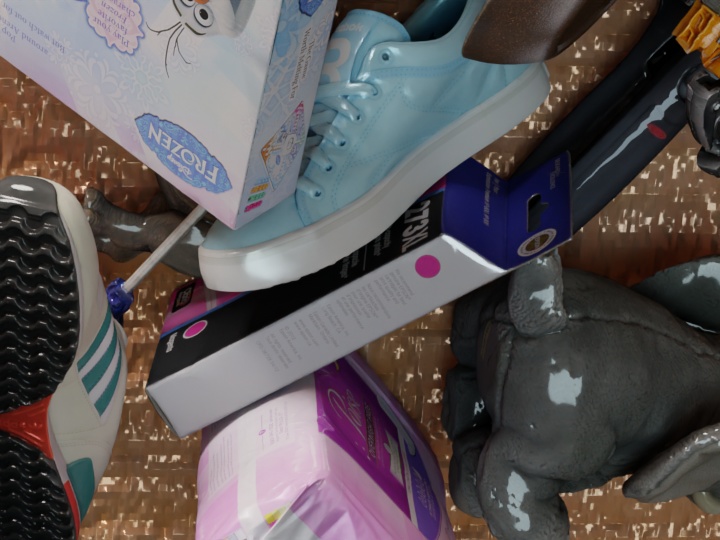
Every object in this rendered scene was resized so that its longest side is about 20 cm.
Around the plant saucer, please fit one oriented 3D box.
[{"bbox_3d":[0.117,-0.155,1.027,0.032,0.200,0.200,42,101,4],"label":"plant saucer"}]

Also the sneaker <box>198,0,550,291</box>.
[{"bbox_3d":[-0.005,-0.067,1.086,0.200,0.074,0.082,-39,114,-33],"label":"sneaker"}]

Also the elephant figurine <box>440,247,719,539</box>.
[{"bbox_3d":[0.146,0.058,1.161,0.199,0.155,0.142,3,94,-12],"label":"elephant figurine"}]

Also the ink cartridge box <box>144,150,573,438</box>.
[{"bbox_3d":[0.000,0.000,1.105,0.200,0.095,0.037,-25,112,15],"label":"ink cartridge box"}]

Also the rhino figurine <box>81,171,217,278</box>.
[{"bbox_3d":[-0.067,-0.084,1.099,0.087,0.060,0.200,11,114,-9],"label":"rhino figurine"}]

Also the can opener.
[{"bbox_3d":[0.131,-0.075,1.135,0.079,0.063,0.200,41,100,-22],"label":"can opener"}]

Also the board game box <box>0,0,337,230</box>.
[{"bbox_3d":[-0.094,-0.148,0.978,0.043,0.200,0.199,-34,151,-40],"label":"board game box"}]

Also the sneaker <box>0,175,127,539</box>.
[{"bbox_3d":[-0.136,0.027,1.058,0.070,0.093,0.200,10,129,8],"label":"sneaker"}]

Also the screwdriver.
[{"bbox_3d":[-0.098,-0.001,1.095,0.029,0.028,0.200,-4,153,-34],"label":"screwdriver"}]

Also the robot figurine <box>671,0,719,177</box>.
[{"bbox_3d":[0.204,-0.096,1.086,0.145,0.058,0.200,-53,147,10],"label":"robot figurine"}]

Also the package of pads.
[{"bbox_3d":[-0.015,0.105,1.111,0.076,0.200,0.121,-34,110,11],"label":"package of pads"}]
